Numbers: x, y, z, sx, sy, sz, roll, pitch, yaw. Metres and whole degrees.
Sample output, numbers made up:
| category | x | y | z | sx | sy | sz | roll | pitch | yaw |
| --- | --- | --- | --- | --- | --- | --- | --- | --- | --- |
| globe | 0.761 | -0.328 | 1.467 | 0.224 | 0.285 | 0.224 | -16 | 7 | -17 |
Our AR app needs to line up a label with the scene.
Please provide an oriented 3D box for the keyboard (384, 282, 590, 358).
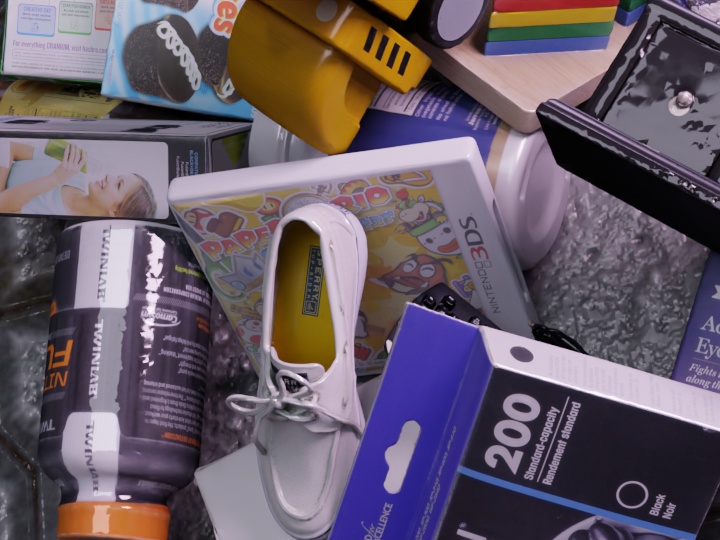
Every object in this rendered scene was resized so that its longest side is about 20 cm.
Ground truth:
| category | x | y | z | sx | sy | sz | roll | pitch | yaw |
| --- | --- | --- | --- | --- | --- | --- | --- | --- | --- |
| keyboard | 0.115 | 0.073 | 1.126 | 0.200 | 0.040 | 0.104 | 39 | 44 | -1 |

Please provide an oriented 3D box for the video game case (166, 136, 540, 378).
| category | x | y | z | sx | sy | sz | roll | pitch | yaw |
| --- | --- | --- | --- | --- | --- | --- | --- | --- | --- |
| video game case | 0.000 | 0.000 | 1.182 | 0.198 | 0.183 | 0.023 | -6 | 45 | 19 |

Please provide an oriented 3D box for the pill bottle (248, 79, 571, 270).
| category | x | y | z | sx | sy | sz | roll | pitch | yaw |
| --- | --- | --- | --- | --- | --- | --- | --- | --- | --- |
| pill bottle | 0.030 | -0.071 | 1.233 | 0.198 | 0.111 | 0.112 | 11 | 74 | 25 |

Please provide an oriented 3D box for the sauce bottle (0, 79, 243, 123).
| category | x | y | z | sx | sy | sz | roll | pitch | yaw |
| --- | --- | --- | --- | --- | --- | --- | --- | --- | --- |
| sauce bottle | -0.177 | -0.099 | 1.353 | 0.198 | 0.066 | 0.067 | 8 | 73 | 19 |

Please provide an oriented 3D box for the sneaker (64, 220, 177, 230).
| category | x | y | z | sx | sy | sz | roll | pitch | yaw |
| --- | --- | --- | --- | --- | --- | --- | --- | --- | --- |
| sneaker | -0.167 | 0.046 | 1.291 | 0.080 | 0.075 | 0.202 | -2 | 69 | 10 |

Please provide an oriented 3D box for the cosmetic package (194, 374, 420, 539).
| category | x | y | z | sx | sy | sz | roll | pitch | yaw |
| --- | --- | --- | --- | --- | --- | --- | --- | --- | --- |
| cosmetic package | 0.009 | 0.136 | 1.176 | 0.199 | 0.085 | 0.108 | -27 | 64 | 10 |

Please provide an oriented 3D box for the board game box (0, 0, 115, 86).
| category | x | y | z | sx | sy | sz | roll | pitch | yaw |
| --- | --- | --- | --- | --- | --- | --- | --- | --- | --- |
| board game box | -0.172 | -0.232 | 1.331 | 0.151 | 0.040 | 0.202 | 5 | 91 | -2 |

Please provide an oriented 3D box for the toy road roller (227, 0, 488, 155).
| category | x | y | z | sx | sy | sz | roll | pitch | yaw |
| --- | --- | --- | --- | --- | --- | --- | --- | --- | --- |
| toy road roller | -0.027 | -0.158 | 1.100 | 0.123 | 0.200 | 0.147 | 34 | 94 | 31 |

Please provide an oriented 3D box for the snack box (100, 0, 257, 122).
| category | x | y | z | sx | sy | sz | roll | pitch | yaw |
| --- | --- | --- | --- | --- | --- | --- | --- | --- | --- |
| snack box | -0.107 | -0.211 | 1.294 | 0.115 | 0.037 | 0.202 | 9 | 91 | -1 |

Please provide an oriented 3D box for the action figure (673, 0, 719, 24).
| category | x | y | z | sx | sy | sz | roll | pitch | yaw |
| --- | --- | --- | --- | --- | --- | --- | --- | --- | --- |
| action figure | 0.250 | -0.214 | 1.162 | 0.104 | 0.200 | 0.194 | -1 | 50 | 56 |

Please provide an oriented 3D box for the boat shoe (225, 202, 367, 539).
| category | x | y | z | sx | sy | sz | roll | pitch | yaw |
| --- | --- | --- | --- | --- | --- | --- | --- | --- | --- |
| boat shoe | -0.035 | 0.063 | 1.094 | 0.074 | 0.086 | 0.204 | 7 | 95 | 19 |

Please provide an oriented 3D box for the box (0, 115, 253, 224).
| category | x | y | z | sx | sy | sz | roll | pitch | yaw |
| --- | --- | --- | --- | --- | --- | --- | --- | --- | --- |
| box | -0.177 | -0.069 | 1.262 | 0.198 | 0.117 | 0.061 | 3 | 99 | 15 |

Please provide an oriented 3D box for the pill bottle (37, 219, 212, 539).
| category | x | y | z | sx | sy | sz | roll | pitch | yaw |
| --- | --- | --- | --- | --- | --- | --- | --- | --- | --- |
| pill bottle | -0.152 | 0.076 | 1.202 | 0.105 | 0.106 | 0.202 | -2 | 75 | 20 |

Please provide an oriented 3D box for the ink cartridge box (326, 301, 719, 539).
| category | x | y | z | sx | sy | sz | roll | pitch | yaw |
| --- | --- | --- | --- | --- | --- | --- | --- | --- | --- |
| ink cartridge box | 0.091 | 0.136 | 1.067 | 0.198 | 0.043 | 0.200 | 17 | 117 | -1 |

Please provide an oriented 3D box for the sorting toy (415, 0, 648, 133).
| category | x | y | z | sx | sy | sz | roll | pitch | yaw |
| --- | --- | --- | --- | --- | --- | --- | --- | --- | --- |
| sorting toy | 0.107 | -0.206 | 1.220 | 0.198 | 0.070 | 0.200 | -31 | 58 | -33 |

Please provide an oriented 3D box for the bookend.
| category | x | y | z | sx | sy | sz | roll | pitch | yaw |
| --- | --- | --- | --- | --- | --- | --- | --- | --- | --- |
| bookend | 0.238 | -0.110 | 1.050 | 0.198 | 0.092 | 0.201 | 31 | 83 | 21 |

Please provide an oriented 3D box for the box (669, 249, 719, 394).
| category | x | y | z | sx | sy | sz | roll | pitch | yaw |
| --- | --- | --- | --- | --- | --- | --- | --- | --- | --- |
| box | 0.281 | 0.026 | 1.104 | 0.147 | 0.104 | 0.202 | 12 | 75 | 25 |
